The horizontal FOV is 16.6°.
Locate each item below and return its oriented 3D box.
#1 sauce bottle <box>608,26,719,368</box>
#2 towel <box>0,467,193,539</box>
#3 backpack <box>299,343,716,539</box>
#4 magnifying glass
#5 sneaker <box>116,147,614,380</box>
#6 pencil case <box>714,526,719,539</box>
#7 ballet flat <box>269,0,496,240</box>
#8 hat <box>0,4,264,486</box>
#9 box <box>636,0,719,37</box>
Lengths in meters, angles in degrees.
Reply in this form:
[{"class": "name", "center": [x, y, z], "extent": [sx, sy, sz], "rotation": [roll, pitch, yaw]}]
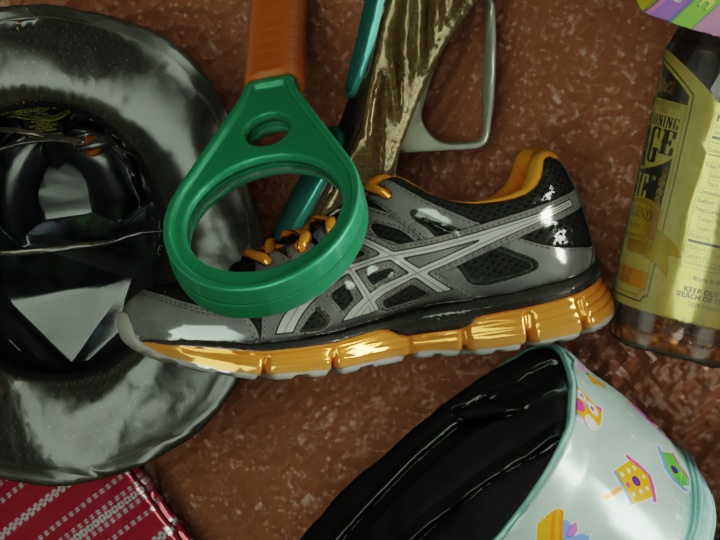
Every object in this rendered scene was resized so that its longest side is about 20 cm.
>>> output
[{"class": "sauce bottle", "center": [0.149, -0.063, 0.998], "extent": [0.066, 0.066, 0.201], "rotation": [13, 94, 12]}, {"class": "towel", "center": [-0.149, 0.129, 1.102], "extent": [0.144, 0.022, 0.200], "rotation": [-38, 83, 15]}, {"class": "backpack", "center": [0.056, 0.135, 0.978], "extent": [0.153, 0.176, 0.200], "rotation": [33, 100, -8]}, {"class": "magnifying glass", "center": [-0.035, -0.057, 0.990], "extent": [0.079, 0.200, 0.022], "rotation": [-10, 135, 11]}, {"class": "sneaker", "center": [0.000, 0.000, 0.984], "extent": [0.199, 0.078, 0.078], "rotation": [-9, 95, -13]}, {"class": "pencil case", "center": [0.243, 0.089, 0.970], "extent": [0.199, 0.094, 0.091], "rotation": [12, 112, 13]}, {"class": "ballet flat", "center": [0.015, -0.056, 1.036], "extent": [0.072, 0.068, 0.201], "rotation": [20, 95, -8]}, {"class": "hat", "center": [-0.131, -0.011, 1.055], "extent": [0.200, 0.081, 0.201], "rotation": [0, 91, 0]}, {"class": "box", "center": [0.147, -0.218, 0.916], "extent": [0.176, 0.097, 0.200], "rotation": [-40, 63, 29]}]
